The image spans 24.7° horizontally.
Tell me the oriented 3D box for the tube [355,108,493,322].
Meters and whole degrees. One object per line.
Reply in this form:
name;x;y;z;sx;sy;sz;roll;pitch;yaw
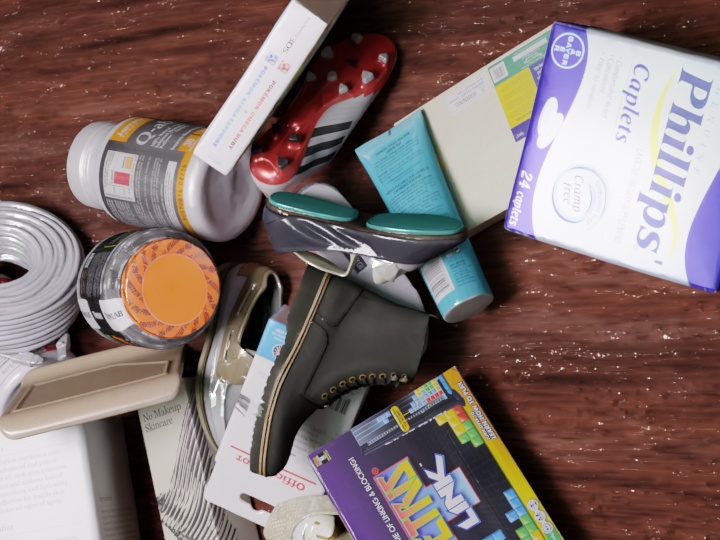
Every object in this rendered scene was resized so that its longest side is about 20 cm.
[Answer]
tube;0.062;-0.050;1.546;0.077;0.050;0.201;-29;69;15

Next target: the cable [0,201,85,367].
cable;-0.404;0.006;1.830;0.198;0.201;0.070;8;135;-2

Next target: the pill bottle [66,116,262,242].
pill bottle;-0.208;-0.100;1.734;0.199;0.116;0.117;12;97;36

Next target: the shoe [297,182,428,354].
shoe;0.000;0.000;1.613;0.071;0.091;0.201;-33;97;0

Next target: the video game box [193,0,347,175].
video game box;-0.077;-0.202;1.595;0.047;0.200;0.183;32;114;-4

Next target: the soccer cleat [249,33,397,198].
soccer cleat;-0.036;-0.150;1.613;0.068;0.085;0.200;33;72;19

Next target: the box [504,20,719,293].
box;0.245;-0.098;1.385;0.199;0.105;0.186;18;101;25

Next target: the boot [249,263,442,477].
boot;-0.016;0.109;1.525;0.137;0.077;0.202;18;86;2

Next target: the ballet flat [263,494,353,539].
ballet flat;-0.004;0.253;1.569;0.198;0.062;0.068;-1;105;14

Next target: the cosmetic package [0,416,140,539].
cosmetic package;-0.338;0.267;1.764;0.166;0.166;0.202;-11;82;6

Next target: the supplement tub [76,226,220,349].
supplement tub;-0.215;0.018;1.685;0.200;0.121;0.124;178;92;-70

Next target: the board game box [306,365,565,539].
board game box;0.070;0.216;1.512;0.165;0.057;0.201;-31;68;-6

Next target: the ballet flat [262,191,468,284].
ballet flat;0.003;-0.026;1.514;0.198;0.073;0.074;10;96;18

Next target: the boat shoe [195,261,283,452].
boat shoe;-0.120;0.092;1.692;0.068;0.074;0.202;1;89;42

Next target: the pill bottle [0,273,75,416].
pill bottle;-0.418;0.076;1.891;0.200;0.113;0.114;46;115;27

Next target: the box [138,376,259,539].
box;-0.170;0.217;1.732;0.082;0.068;0.202;-23;77;35

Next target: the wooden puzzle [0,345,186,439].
wooden puzzle;-0.270;0.124;1.698;0.183;0.200;0.038;-14;102;-2

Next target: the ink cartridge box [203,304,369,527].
ink cartridge box;-0.067;0.151;1.629;0.115;0.067;0.201;24;105;3

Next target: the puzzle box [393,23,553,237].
puzzle box;0.132;-0.123;1.536;0.199;0.025;0.134;-29;73;33
